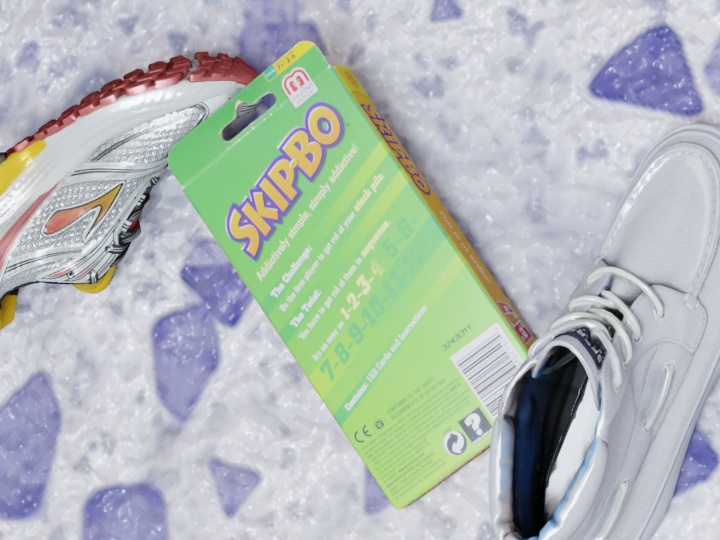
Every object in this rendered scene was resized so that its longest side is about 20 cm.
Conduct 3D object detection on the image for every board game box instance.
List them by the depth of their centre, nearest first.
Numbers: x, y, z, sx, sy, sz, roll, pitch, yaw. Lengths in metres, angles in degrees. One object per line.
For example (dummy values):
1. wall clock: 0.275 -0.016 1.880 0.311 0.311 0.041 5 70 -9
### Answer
1. board game box: 0.000 0.000 1.201 0.096 0.030 0.200 -38 82 19

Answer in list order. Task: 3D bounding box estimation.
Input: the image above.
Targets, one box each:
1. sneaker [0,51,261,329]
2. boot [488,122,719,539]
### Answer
1. sneaker: -0.127 -0.039 1.272 0.200 0.078 0.082 -32 98 17
2. boot: 0.113 0.031 1.117 0.073 0.096 0.200 16 92 28
